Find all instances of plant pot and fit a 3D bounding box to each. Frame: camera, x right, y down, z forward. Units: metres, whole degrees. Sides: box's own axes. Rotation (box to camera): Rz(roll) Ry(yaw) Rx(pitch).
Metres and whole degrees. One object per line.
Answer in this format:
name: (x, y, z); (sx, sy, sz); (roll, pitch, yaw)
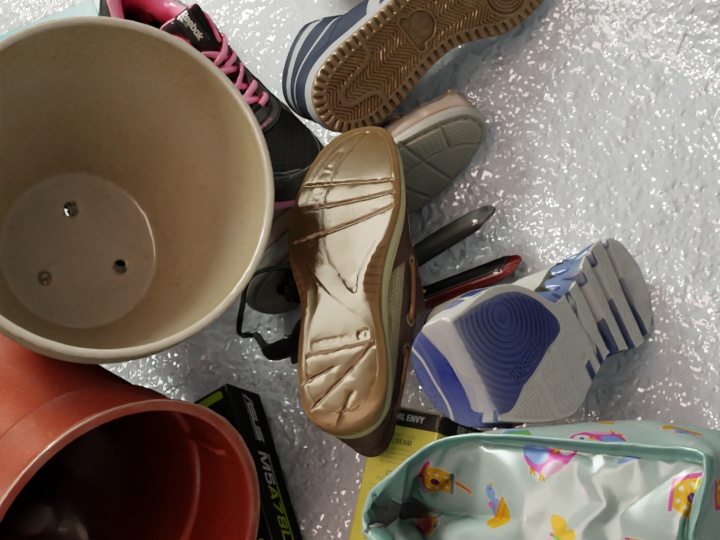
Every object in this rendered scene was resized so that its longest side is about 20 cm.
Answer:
plant pot: (-0.196, 0.132, 1.103); (0.195, 0.200, 0.202); (30, 92, 45)

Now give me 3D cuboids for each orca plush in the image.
orca plush: (-0.195, -0.069, 1.174); (0.104, 0.071, 0.203); (-7, 75, 28)

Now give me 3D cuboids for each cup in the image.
cup: (-0.161, -0.030, 1.074); (0.198, 0.143, 0.203); (4, 74, -13)

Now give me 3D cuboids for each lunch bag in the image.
lunch bag: (0.118, 0.141, 0.961); (0.198, 0.170, 0.124); (-2, 84, 30)

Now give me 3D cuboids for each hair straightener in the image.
hair straightener: (0.000, 0.000, 1.137); (0.198, 0.041, 0.078); (-22, 100, 26)

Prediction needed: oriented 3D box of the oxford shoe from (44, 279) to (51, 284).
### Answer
oxford shoe: (-0.299, 0.071, 1.294); (0.200, 0.073, 0.071); (-47, 57, 10)

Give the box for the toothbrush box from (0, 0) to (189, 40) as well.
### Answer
toothbrush box: (-0.203, -0.099, 1.278); (0.198, 0.085, 0.148); (-18, 68, 27)

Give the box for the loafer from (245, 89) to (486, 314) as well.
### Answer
loafer: (-0.009, -0.055, 1.161); (0.200, 0.072, 0.063); (-41, 52, 18)

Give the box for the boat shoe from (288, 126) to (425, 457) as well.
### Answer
boat shoe: (0.003, 0.013, 1.066); (0.071, 0.072, 0.202); (-12, 60, 18)

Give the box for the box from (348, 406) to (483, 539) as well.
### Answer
box: (0.026, 0.186, 1.064); (0.050, 0.075, 0.203); (6, 80, 34)

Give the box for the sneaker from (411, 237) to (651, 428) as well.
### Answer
sneaker: (0.078, 0.049, 1.021); (0.114, 0.199, 0.081); (-25, 89, 36)

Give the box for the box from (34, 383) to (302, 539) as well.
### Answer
box: (-0.127, 0.205, 1.168); (0.199, 0.047, 0.195); (-31, 59, 21)

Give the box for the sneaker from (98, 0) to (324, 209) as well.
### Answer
sneaker: (-0.098, -0.117, 1.129); (0.199, 0.096, 0.079); (37, 56, 21)

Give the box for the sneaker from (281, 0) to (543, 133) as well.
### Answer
sneaker: (0.032, -0.162, 1.164); (0.199, 0.070, 0.108); (-38, 16, -13)
